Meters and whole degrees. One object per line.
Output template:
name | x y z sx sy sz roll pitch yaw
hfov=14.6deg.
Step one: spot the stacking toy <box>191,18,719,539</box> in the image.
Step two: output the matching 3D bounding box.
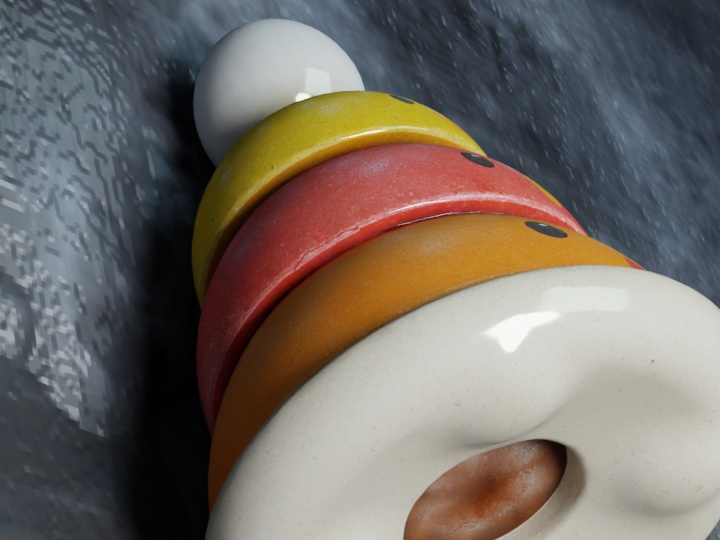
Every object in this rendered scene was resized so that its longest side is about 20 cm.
stacking toy | 0.000 0.000 0.742 0.146 0.146 0.200 27 26 -45
